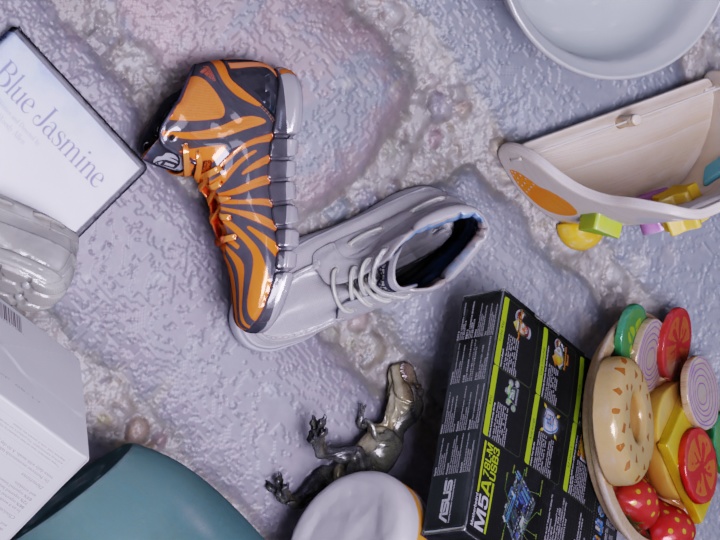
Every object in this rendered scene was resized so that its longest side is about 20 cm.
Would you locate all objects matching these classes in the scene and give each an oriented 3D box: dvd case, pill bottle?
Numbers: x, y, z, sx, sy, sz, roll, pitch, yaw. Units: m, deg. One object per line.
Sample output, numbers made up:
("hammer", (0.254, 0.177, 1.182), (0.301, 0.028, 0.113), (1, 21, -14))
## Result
("dvd case", (-0.267, -0.054, 1.545), (0.200, 0.018, 0.143), (-46, 111, -11))
("pill bottle", (0.046, 0.241, 1.648), (0.200, 0.116, 0.116), (38, 82, -40))

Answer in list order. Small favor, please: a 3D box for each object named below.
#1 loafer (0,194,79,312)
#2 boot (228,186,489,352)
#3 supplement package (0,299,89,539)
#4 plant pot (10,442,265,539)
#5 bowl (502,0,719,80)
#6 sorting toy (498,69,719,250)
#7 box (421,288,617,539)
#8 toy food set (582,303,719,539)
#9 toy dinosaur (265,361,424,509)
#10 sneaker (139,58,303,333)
("loafer", (-0.287, -0.041, 1.501), (0.200, 0.070, 0.070), (29, 51, -19))
("boot", (0.000, 0.000, 1.622), (0.200, 0.096, 0.074), (-34, 109, -15))
("supplement package", (-0.305, 0.117, 1.450), (0.152, 0.151, 0.200), (40, 102, -23))
("plant pot", (-0.163, 0.220, 1.538), (0.201, 0.201, 0.161), (-37, 97, -14))
("bowl", (0.176, -0.246, 1.664), (0.201, 0.090, 0.201), (-3, 98, -23))
("sorting toy", (0.240, -0.071, 1.666), (0.200, 0.180, 0.107), (-20, 105, -18))
("box", (0.132, 0.145, 1.654), (0.193, 0.048, 0.200), (35, 55, -39))
("toy food set", (0.235, 0.124, 1.717), (0.200, 0.049, 0.198), (62, 38, -26))
("toy dinosaur", (-0.016, 0.157, 1.667), (0.088, 0.047, 0.200), (25, 91, -30))
("sneaker", (-0.106, -0.056, 1.577), (0.112, 0.078, 0.200), (5, 78, -24))
